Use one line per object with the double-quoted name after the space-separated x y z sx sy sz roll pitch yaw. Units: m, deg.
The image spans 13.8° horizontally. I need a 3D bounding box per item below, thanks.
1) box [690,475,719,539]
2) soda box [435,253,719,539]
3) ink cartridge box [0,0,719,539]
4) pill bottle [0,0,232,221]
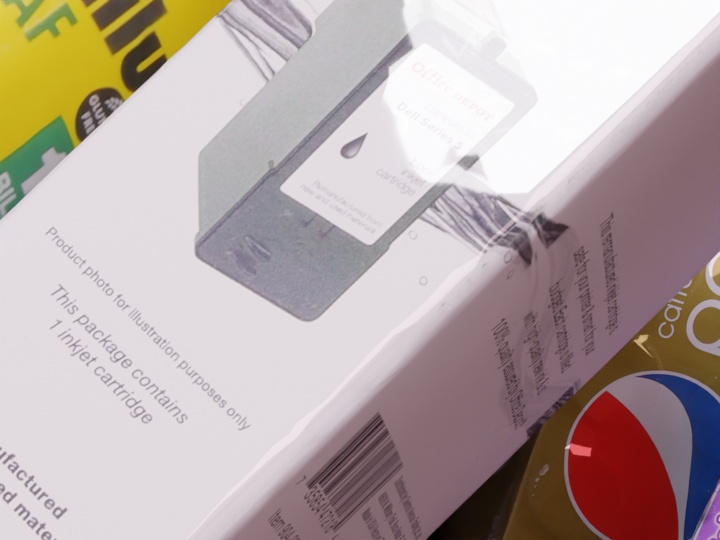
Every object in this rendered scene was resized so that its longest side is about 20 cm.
0.139 0.090 0.825 0.039 0.200 0.137 16 64 25 "box"
0.082 0.015 0.822 0.068 0.064 0.200 18 92 -12 "soda box"
0.000 0.000 0.658 0.200 0.146 0.084 -44 74 -8 "ink cartridge box"
-0.059 -0.080 0.673 0.200 0.113 0.113 -40 97 -25 "pill bottle"
